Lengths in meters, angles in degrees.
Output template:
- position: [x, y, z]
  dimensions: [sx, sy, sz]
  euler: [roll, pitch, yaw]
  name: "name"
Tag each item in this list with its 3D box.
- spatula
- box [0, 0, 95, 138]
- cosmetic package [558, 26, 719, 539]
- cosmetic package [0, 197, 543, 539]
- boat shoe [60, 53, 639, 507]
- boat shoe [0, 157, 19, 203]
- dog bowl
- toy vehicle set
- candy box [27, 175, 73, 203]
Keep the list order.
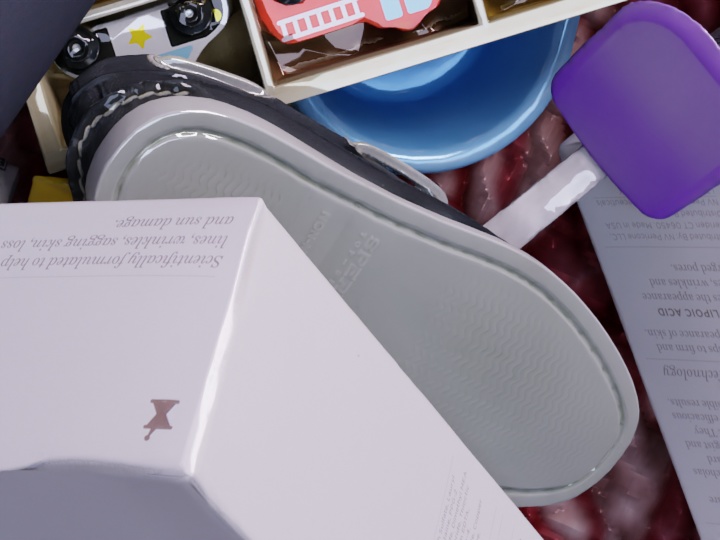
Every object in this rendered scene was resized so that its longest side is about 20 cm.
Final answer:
- position: [0.041, -0.010, 0.813]
  dimensions: [0.200, 0.021, 0.057]
  euler: [-40, 87, 34]
  name: "spatula"
- position: [-0.156, -0.132, 0.695]
  dimensions: [0.198, 0.123, 0.200]
  euler: [36, 95, 7]
  name: "box"
- position: [0.146, 0.026, 0.852]
  dimensions: [0.102, 0.074, 0.201]
  euler: [-36, 112, -33]
  name: "cosmetic package"
- position: [-0.038, 0.065, 0.736]
  dimensions: [0.200, 0.112, 0.081]
  euler: [55, 44, -49]
  name: "cosmetic package"
- position: [0.000, 0.000, 0.777]
  dimensions: [0.076, 0.060, 0.200]
  euler: [-47, 123, 7]
  name: "boat shoe"
- position: [-0.154, 0.055, 0.793]
  dimensions: [0.063, 0.071, 0.201]
  euler: [15, 73, -9]
  name: "boat shoe"
- position: [0.024, -0.122, 0.816]
  dimensions: [0.111, 0.050, 0.201]
  euler: [10, 101, -15]
  name: "dog bowl"
- position: [-0.011, -0.116, 0.769]
  dimensions: [0.199, 0.027, 0.125]
  euler: [-17, 101, 4]
  name: "toy vehicle set"
- position: [-0.088, 0.070, 0.821]
  dimensions: [0.026, 0.102, 0.201]
  euler: [23, 101, 27]
  name: "candy box"
